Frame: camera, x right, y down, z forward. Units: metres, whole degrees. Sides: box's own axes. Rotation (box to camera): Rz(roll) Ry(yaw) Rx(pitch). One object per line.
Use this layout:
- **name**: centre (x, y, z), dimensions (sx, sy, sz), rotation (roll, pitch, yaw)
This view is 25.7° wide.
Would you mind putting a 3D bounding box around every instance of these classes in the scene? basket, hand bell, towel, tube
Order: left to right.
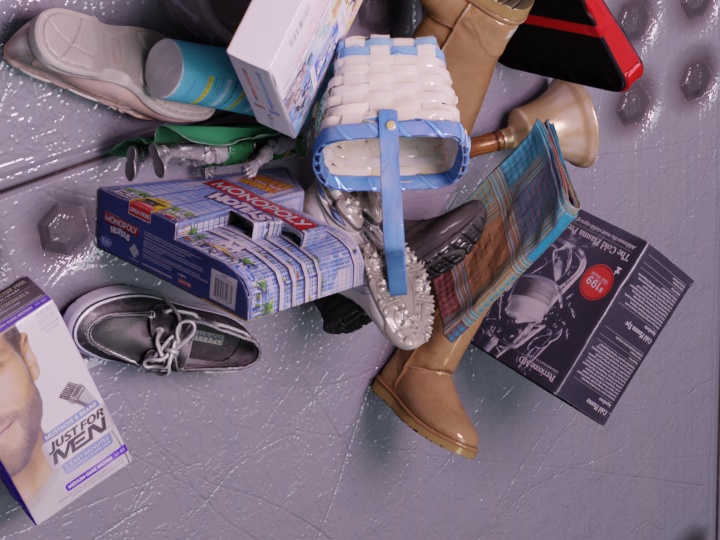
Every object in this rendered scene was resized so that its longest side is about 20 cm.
- **tube**: centre (-0.099, -0.165, 1.392), dimensions (0.199, 0.051, 0.077), rotation (3, 144, -47)
- **basket**: centre (0.027, -0.092, 1.387), dimensions (0.138, 0.201, 0.176), rotation (-6, 162, -1)
- **hand bell**: centre (0.136, -0.131, 1.631), dimensions (0.199, 0.104, 0.105), rotation (-17, 121, -17)
- **towel**: centre (0.136, -0.041, 1.573), dimensions (0.022, 0.147, 0.200), rotation (25, 124, -28)

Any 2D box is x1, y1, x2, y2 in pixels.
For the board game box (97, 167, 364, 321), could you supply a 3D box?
- **board game box**: centre (-0.099, -0.036, 1.437), dimensions (0.199, 0.199, 0.062), rotation (-19, 124, -46)

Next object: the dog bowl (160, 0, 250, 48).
- **dog bowl**: centre (-0.084, -0.280, 1.396), dimensions (0.199, 0.059, 0.201), rotation (-16, 119, -31)

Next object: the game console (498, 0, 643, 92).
- **game console**: centre (0.166, -0.248, 1.507), dimensions (0.031, 0.200, 0.177), rotation (-52, 131, -16)

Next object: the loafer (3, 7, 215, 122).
- **loafer**: centre (-0.213, -0.173, 1.355), dimensions (0.199, 0.063, 0.072), rotation (18, 67, -45)

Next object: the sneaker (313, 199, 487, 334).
- **sneaker**: centre (0.032, -0.021, 1.559), dimensions (0.199, 0.091, 0.076), rotation (-31, 162, 1)

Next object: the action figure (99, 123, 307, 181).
- **action figure**: centre (-0.120, -0.110, 1.428), dimensions (0.199, 0.118, 0.055), rotation (-11, 99, -45)

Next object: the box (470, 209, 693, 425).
- **box**: centre (0.214, 0.032, 1.675), dimensions (0.104, 0.200, 0.183), rotation (31, 90, -43)

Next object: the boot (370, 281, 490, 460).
- **boot**: centre (0.102, 0.072, 1.630), dimensions (0.066, 0.175, 0.201), rotation (22, 100, -43)

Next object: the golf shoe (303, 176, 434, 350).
- **golf shoe**: centre (0.000, 0.000, 1.507), dimensions (0.078, 0.201, 0.097), rotation (-1, 148, -44)

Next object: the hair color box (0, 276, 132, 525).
- **hair color box**: centre (-0.295, 0.119, 1.418), dimensions (0.109, 0.065, 0.201), rotation (-34, 126, -20)

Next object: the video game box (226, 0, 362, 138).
- **video game box**: centre (-0.038, -0.229, 1.299), dimensions (0.182, 0.047, 0.201), rotation (66, 48, -76)

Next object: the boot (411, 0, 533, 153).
- **boot**: centre (0.052, -0.214, 1.484), dimensions (0.066, 0.175, 0.200), rotation (-44, 168, -47)

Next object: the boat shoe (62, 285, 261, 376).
- **boat shoe**: centre (-0.182, 0.066, 1.475), dimensions (0.199, 0.068, 0.074), rotation (16, 100, -41)
